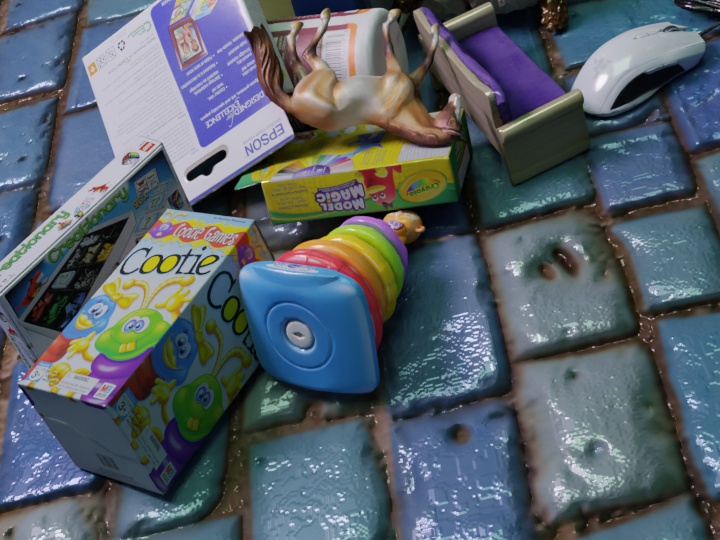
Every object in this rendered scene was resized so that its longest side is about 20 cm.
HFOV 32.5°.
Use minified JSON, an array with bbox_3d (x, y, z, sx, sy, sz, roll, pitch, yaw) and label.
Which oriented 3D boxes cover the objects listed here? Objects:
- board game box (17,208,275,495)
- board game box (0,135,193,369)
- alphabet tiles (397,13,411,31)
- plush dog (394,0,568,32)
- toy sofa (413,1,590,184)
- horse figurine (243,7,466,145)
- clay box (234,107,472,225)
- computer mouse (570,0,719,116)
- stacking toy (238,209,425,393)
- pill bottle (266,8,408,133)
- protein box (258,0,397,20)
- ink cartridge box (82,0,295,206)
[{"bbox_3d":[-0.155,0.058,0.983,0.104,0.104,0.201,8,48,35],"label":"board game box"},{"bbox_3d":[-0.224,-0.005,1.066,0.034,0.127,0.200,19,54,35],"label":"board game box"},{"bbox_3d":[-0.039,-0.275,1.373,0.198,0.008,0.168,5,47,27],"label":"alphabet tiles"},{"bbox_3d":[0.120,-0.309,1.274,0.170,0.162,0.200,-10,12,32],"label":"plush dog"},{"bbox_3d":[0.127,-0.179,1.137,0.082,0.098,0.201,-25,40,-5],"label":"toy sofa"},{"bbox_3d":[-0.005,-0.167,1.086,0.197,0.050,0.134,3,68,1],"label":"horse figurine"},{"bbox_3d":[-0.005,-0.092,1.115,0.198,0.048,0.115,-7,27,17],"label":"clay box"},{"bbox_3d":[0.280,-0.210,1.149,0.199,0.044,0.110,-33,44,-14],"label":"computer mouse"},{"bbox_3d":[0.000,0.000,1.010,0.115,0.111,0.200,8,34,30],"label":"stacking toy"},{"bbox_3d":[-0.062,-0.189,1.207,0.198,0.115,0.115,-1,44,22],"label":"pill bottle"},{"bbox_3d":[-0.044,-0.336,1.284,0.133,0.200,0.201,-1,44,20],"label":"protein box"},{"bbox_3d":[-0.159,-0.163,1.168,0.197,0.047,0.202,-29,75,26],"label":"ink cartridge box"}]
